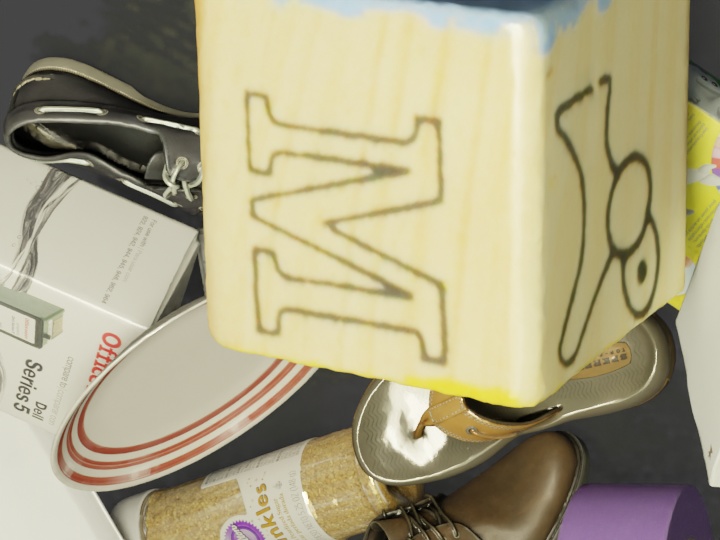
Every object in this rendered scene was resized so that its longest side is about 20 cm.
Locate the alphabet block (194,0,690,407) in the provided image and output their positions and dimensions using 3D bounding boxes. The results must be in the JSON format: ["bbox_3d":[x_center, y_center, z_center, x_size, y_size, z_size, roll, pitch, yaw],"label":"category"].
[{"bbox_3d":[0.046,-0.067,1.421,0.196,0.195,0.201,11,114,30],"label":"alphabet block"}]

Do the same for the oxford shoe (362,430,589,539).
[{"bbox_3d":[0.052,0.162,1.642,0.200,0.073,0.084,-44,131,-1],"label":"oxford shoe"}]

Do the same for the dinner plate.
[{"bbox_3d":[-0.095,0.059,1.612,0.024,0.200,0.200,54,130,22],"label":"dinner plate"}]

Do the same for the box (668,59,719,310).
[{"bbox_3d":[0.183,-0.043,1.527,0.200,0.048,0.117,35,125,-5],"label":"box"}]

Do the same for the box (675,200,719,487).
[{"bbox_3d":[0.281,0.046,1.469,0.199,0.125,0.098,5,132,-10],"label":"box"}]

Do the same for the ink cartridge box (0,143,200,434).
[{"bbox_3d":[-0.210,0.006,1.640,0.200,0.084,0.146,24,143,1],"label":"ink cartridge box"}]

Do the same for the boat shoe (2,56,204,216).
[{"bbox_3d":[-0.111,-0.058,1.597,0.200,0.063,0.073,22,127,2],"label":"boat shoe"}]

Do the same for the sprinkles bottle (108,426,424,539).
[{"bbox_3d":[-0.060,0.147,1.718,0.200,0.068,0.068,-20,115,27],"label":"sprinkles bottle"}]

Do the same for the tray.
[{"bbox_3d":[-0.227,0.122,1.737,0.107,0.022,0.200,-32,87,16],"label":"tray"}]

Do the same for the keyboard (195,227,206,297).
[{"bbox_3d":[0.000,0.000,1.635,0.199,0.011,0.056,0,123,17],"label":"keyboard"}]

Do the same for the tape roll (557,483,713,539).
[{"bbox_3d":[0.161,0.224,1.618,0.065,0.200,0.201,0,123,17],"label":"tape roll"}]

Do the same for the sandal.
[{"bbox_3d":[0.083,0.071,1.604,0.200,0.055,0.082,-15,88,18],"label":"sandal"}]
